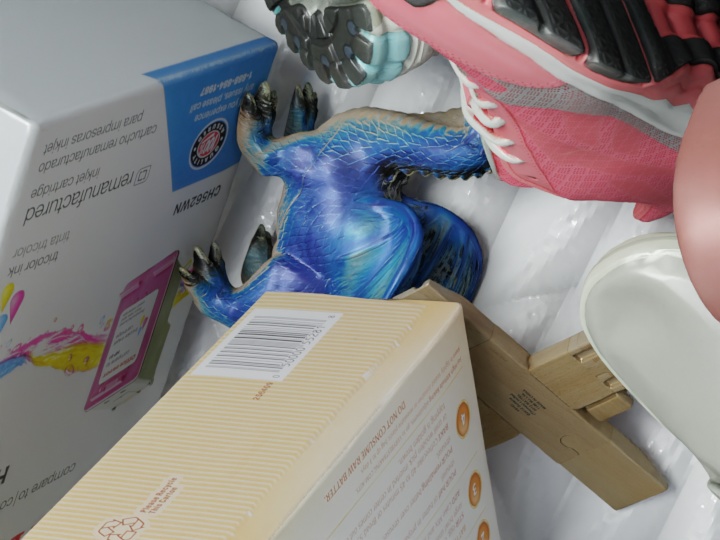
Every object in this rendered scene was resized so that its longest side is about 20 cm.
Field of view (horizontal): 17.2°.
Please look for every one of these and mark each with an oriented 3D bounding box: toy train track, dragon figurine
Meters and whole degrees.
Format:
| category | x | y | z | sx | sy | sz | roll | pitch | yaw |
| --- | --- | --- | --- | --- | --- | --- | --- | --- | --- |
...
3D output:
| category | x | y | z | sx | sy | sz | roll | pitch | yaw |
| --- | --- | --- | --- | --- | --- | --- | --- | --- | --- |
| toy train track | 0.085 | 0.015 | 0.739 | 0.200 | 0.033 | 0.115 | -27 | 123 | 39 |
| dragon figurine | 0.000 | 0.000 | 0.793 | 0.099 | 0.059 | 0.200 | 26 | 102 | 23 |

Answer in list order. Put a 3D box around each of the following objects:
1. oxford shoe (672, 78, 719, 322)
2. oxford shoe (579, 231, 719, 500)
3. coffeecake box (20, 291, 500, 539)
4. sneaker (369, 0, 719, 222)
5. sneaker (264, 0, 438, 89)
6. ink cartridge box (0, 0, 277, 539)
| category | x | y | z | sx | sy | sz | roll | pitch | yaw |
| --- | --- | --- | --- | --- | --- | --- | --- | --- | --- |
| oxford shoe | 0.148 | -0.065 | 0.660 | 0.075 | 0.070 | 0.200 | -11 | 43 | 36 |
| oxford shoe | 0.141 | 0.066 | 0.676 | 0.200 | 0.058 | 0.075 | 43 | 134 | 2 |
| coffeecake box | -0.015 | 0.130 | 0.718 | 0.073 | 0.154 | 0.200 | 3 | 118 | 27 |
| sneaker | 0.057 | -0.053 | 0.692 | 0.087 | 0.200 | 0.074 | -37 | 52 | 32 |
| sneaker | -0.009 | -0.140 | 0.790 | 0.200 | 0.086 | 0.078 | 60 | 152 | 31 |
| ink cartridge box | -0.121 | 0.007 | 0.785 | 0.085 | 0.145 | 0.200 | 31 | 117 | 19 |
